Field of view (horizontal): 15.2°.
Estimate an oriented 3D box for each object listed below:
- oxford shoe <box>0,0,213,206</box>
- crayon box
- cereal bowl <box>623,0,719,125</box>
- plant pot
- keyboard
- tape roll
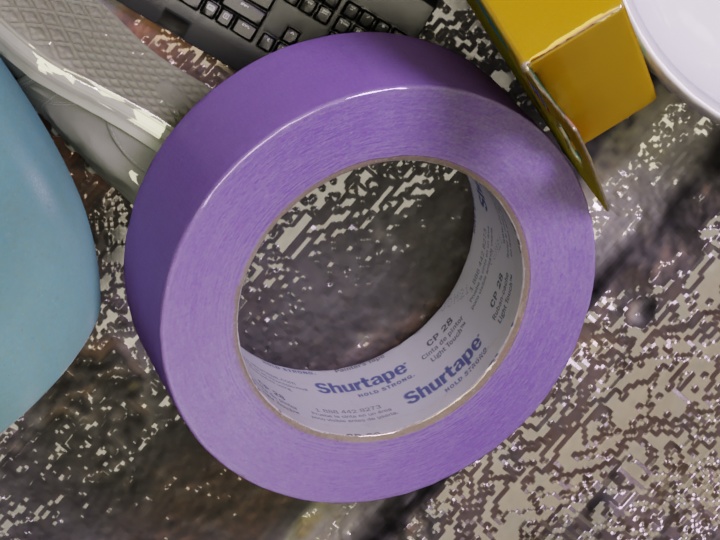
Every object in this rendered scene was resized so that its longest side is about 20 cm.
[{"bbox_3d":[-0.120,-0.077,1.213,0.200,0.075,0.058,36,124,-6],"label":"oxford shoe"},{"bbox_3d":[0.064,-0.131,1.142,0.051,0.127,0.200,-32,73,3],"label":"crayon box"},{"bbox_3d":[0.198,-0.153,1.196,0.199,0.083,0.201,-1,96,-6],"label":"cereal bowl"},{"bbox_3d":[-0.207,-0.007,1.161,0.200,0.201,0.161,-38,111,4],"label":"plant pot"},{"bbox_3d":[-0.061,-0.151,1.215,0.199,0.040,0.104,29,97,-6],"label":"keyboard"},{"bbox_3d":[0.000,0.000,1.187,0.199,0.066,0.201,-10,119,-17],"label":"tape roll"}]
